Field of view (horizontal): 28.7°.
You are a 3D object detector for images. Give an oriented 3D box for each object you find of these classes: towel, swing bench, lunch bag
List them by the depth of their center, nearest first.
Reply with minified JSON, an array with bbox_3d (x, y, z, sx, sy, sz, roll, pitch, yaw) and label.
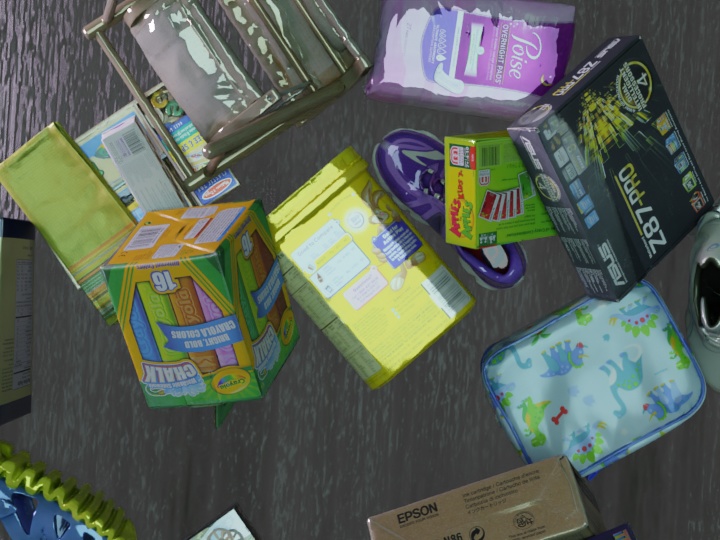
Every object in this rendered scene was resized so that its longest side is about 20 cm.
[{"bbox_3d":[-0.130,-0.220,1.376,0.200,0.130,0.199,-33,89,-21],"label":"swing bench"},{"bbox_3d":[0.228,0.112,1.397,0.200,0.082,0.161,-29,89,1],"label":"lunch bag"},{"bbox_3d":[-0.276,-0.047,1.411,0.086,0.018,0.200,-38,89,0],"label":"towel"}]

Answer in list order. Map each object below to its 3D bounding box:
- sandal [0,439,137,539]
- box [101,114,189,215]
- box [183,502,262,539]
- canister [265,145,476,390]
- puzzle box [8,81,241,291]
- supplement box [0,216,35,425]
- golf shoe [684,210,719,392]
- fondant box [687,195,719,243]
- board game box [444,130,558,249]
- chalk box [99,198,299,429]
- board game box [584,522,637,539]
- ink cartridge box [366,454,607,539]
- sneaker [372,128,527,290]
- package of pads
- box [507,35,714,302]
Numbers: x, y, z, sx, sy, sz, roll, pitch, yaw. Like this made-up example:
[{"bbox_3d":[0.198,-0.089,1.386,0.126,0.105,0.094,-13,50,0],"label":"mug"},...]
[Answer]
[{"bbox_3d":[-0.317,0.246,1.413,0.200,0.079,0.087,27,94,9],"label":"sandal"},{"bbox_3d":[-0.190,-0.057,1.394,0.041,0.039,0.200,-29,108,2],"label":"box"},{"bbox_3d":[-0.168,0.349,1.425,0.200,0.038,0.137,-36,89,1],"label":"box"},{"bbox_3d":[0.000,0.000,1.399,0.148,0.087,0.200,-40,91,2],"label":"canister"},{"bbox_3d":[-0.238,-0.086,1.432,0.200,0.025,0.133,-34,90,1],"label":"puzzle box"},{"bbox_3d":[-0.432,0.047,1.381,0.200,0.134,0.200,1,90,1],"label":"supplement box"},{"bbox_3d":[0.342,0.046,1.362,0.078,0.097,0.200,4,120,26],"label":"golf shoe"},{"bbox_3d":[0.448,-0.062,1.406,0.144,0.058,0.200,42,92,1],"label":"fondant box"},{"bbox_3d":[0.173,-0.085,1.355,0.200,0.048,0.102,-9,104,-33],"label":"board game box"},{"bbox_3d":[-0.142,0.051,1.338,0.124,0.125,0.200,-7,116,19],"label":"chalk box"},{"bbox_3d":[0.191,0.317,1.339,0.165,0.200,0.057,-23,63,0],"label":"board game box"},{"bbox_3d":[0.126,0.254,1.339,0.200,0.165,0.075,-20,65,10],"label":"ink cartridge box"},{"bbox_3d":[0.096,-0.065,1.398,0.200,0.083,0.081,45,90,1],"label":"sneaker"},{"bbox_3d":[0.108,-0.215,1.402,0.200,0.076,0.121,9,93,1],"label":"package of pads"},{"bbox_3d":[0.241,-0.097,1.338,0.161,0.049,0.200,-40,115,-23],"label":"box"}]
